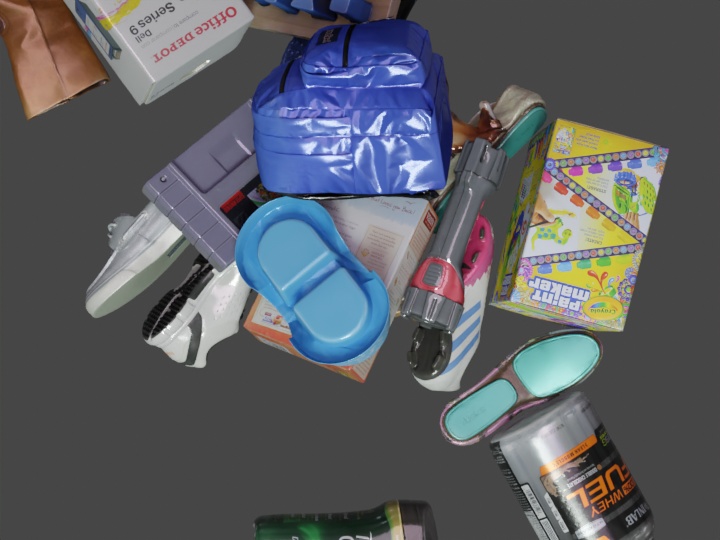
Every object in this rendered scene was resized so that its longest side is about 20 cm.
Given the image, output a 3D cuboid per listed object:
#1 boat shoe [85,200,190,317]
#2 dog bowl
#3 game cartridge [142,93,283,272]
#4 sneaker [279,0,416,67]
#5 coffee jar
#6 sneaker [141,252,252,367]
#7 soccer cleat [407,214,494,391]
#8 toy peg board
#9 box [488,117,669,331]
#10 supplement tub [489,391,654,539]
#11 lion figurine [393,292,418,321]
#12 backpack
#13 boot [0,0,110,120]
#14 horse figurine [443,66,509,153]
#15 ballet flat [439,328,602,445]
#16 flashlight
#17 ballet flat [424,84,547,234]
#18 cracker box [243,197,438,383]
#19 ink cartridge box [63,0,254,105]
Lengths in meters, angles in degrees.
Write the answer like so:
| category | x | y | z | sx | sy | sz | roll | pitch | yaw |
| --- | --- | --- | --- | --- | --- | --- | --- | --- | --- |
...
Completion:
| category | x | y | z | sx | sy | sz | roll | pitch | yaw |
| --- | --- | --- | --- | --- | --- | --- | --- | --- | --- |
| boat shoe | -0.239 | -0.036 | 1.662 | 0.071 | 0.070 | 0.201 | 43 | 83 | 11 |
| dog bowl | -0.044 | 0.015 | 1.545 | 0.111 | 0.050 | 0.200 | -39 | 65 | 0 |
| game cartridge | -0.123 | -0.102 | 1.634 | 0.130 | 0.038 | 0.200 | 43 | 59 | 5 |
| sneaker | -0.001 | -0.269 | 1.671 | 0.200 | 0.078 | 0.070 | -44 | 57 | 19 |
| coffee jar | -0.014 | 0.308 | 1.637 | 0.199 | 0.085 | 0.105 | -7 | 88 | -2 |
| sneaker | -0.151 | 0.020 | 1.664 | 0.200 | 0.074 | 0.080 | -49 | 118 | -7 |
| soccer cleat | 0.105 | 0.038 | 1.664 | 0.070 | 0.086 | 0.201 | 11 | 75 | 33 |
| toy peg board | -0.051 | -0.354 | 1.608 | 0.199 | 0.098 | 0.200 | 17 | 91 | 32 |
| box | 0.225 | -0.042 | 1.599 | 0.121 | 0.200 | 0.194 | 15 | 88 | -1 |
| supplement tub | 0.236 | 0.243 | 1.626 | 0.122 | 0.123 | 0.201 | -30 | 89 | -2 |
| lion figurine | 0.000 | 0.000 | 1.666 | 0.122 | 0.072 | 0.201 | -3 | 73 | 9 |
| backpack | -0.014 | -0.166 | 1.550 | 0.199 | 0.163 | 0.169 | -5 | 113 | 11 |
| boot | -0.400 | -0.261 | 1.674 | 0.188 | 0.068 | 0.201 | -23 | 94 | -14 |
| horse figurine | 0.047 | -0.154 | 1.660 | 0.199 | 0.050 | 0.133 | -28 | 71 | 0 |
| ballet flat | 0.174 | 0.125 | 1.654 | 0.200 | 0.071 | 0.069 | -34 | 85 | 4 |
| flashlight | 0.104 | -0.035 | 1.598 | 0.068 | 0.068 | 0.201 | 25 | 80 | -23 |
| ballet flat | 0.126 | -0.125 | 1.679 | 0.200 | 0.067 | 0.062 | -46 | 60 | -6 |
| cracker box | -0.019 | 0.001 | 1.602 | 0.133 | 0.058 | 0.201 | 21 | 78 | 23 |
| ink cartridge box | -0.234 | -0.304 | 1.639 | 0.145 | 0.087 | 0.200 | -36 | 92 | -21 |
